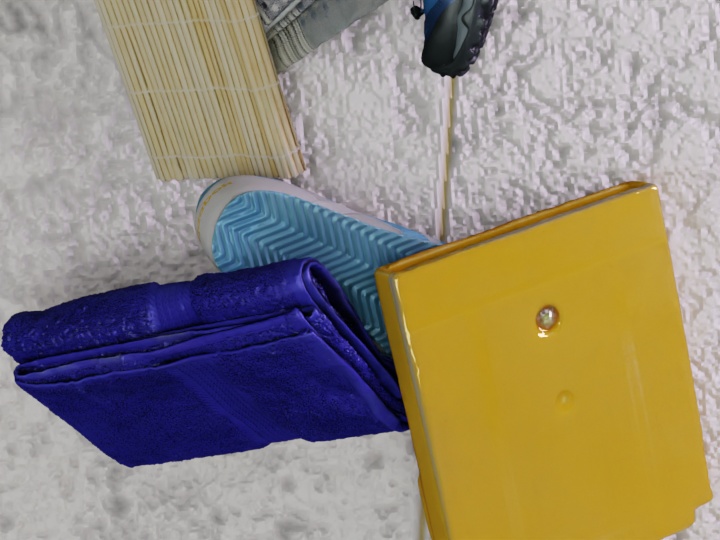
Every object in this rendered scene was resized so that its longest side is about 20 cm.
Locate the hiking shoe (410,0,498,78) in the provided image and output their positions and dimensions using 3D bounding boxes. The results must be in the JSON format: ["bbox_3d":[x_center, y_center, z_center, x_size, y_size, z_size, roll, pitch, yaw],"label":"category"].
[{"bbox_3d":[0.036,-0.204,1.094,0.086,0.074,0.201,3,93,7],"label":"hiking shoe"}]

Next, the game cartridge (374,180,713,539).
[{"bbox_3d":[0.105,0.070,1.128,0.175,0.032,0.201,-18,106,-25],"label":"game cartridge"}]

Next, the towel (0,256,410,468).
[{"bbox_3d":[-0.081,0.061,1.116,0.199,0.050,0.148,-10,141,26],"label":"towel"}]

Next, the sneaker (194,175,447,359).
[{"bbox_3d":[0.000,0.000,1.142,0.199,0.081,0.077,28,95,-23],"label":"sneaker"}]

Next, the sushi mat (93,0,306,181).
[{"bbox_3d":[-0.098,-0.136,1.105,0.095,0.012,0.201,-1,123,25],"label":"sushi mat"}]

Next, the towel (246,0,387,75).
[{"bbox_3d":[-0.069,-0.202,1.068,0.200,0.035,0.192,49,136,-8],"label":"towel"}]
